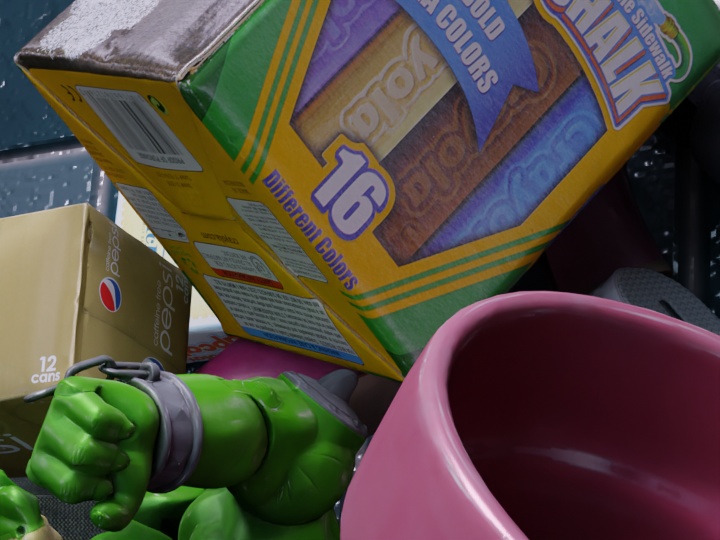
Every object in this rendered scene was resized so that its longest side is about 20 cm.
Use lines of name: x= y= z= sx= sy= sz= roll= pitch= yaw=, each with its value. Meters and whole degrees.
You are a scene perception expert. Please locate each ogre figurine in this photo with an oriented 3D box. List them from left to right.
ogre figurine: x=-0.055 y=0.106 z=0.763 sx=0.098 sy=0.119 sz=0.201 roll=15 pitch=116 yaw=46

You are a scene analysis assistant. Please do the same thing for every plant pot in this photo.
plant pot: x=0.066 y=0.135 z=0.670 sx=0.200 sy=0.199 sz=0.180 roll=47 pitch=119 yaw=34

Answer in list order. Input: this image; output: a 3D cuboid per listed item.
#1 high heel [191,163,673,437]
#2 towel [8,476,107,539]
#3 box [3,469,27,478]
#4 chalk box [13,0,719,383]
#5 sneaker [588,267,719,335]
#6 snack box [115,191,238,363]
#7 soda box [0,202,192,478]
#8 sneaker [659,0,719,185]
high heel: x=0.000 y=0.000 z=0.867 sx=0.199 sy=0.068 sz=0.097 roll=-21 pitch=69 yaw=-11
towel: x=-0.123 y=0.163 z=0.816 sx=0.035 sy=0.191 sz=0.202 roll=-169 pitch=83 yaw=-67
box: x=-0.160 y=0.141 z=0.907 sx=0.148 sy=0.107 sz=0.201 roll=19 pitch=80 yaw=34
chalk box: x=0.019 y=-0.082 z=0.794 sx=0.200 sy=0.124 sz=0.124 roll=-45 pitch=25 yaw=-17
sneaker: x=0.125 y=0.090 z=0.799 sx=0.200 sy=0.073 sz=0.071 roll=55 pitch=126 yaw=33
snack box: x=-0.030 y=-0.069 z=0.959 sx=0.115 sy=0.037 sz=0.201 roll=-7 pitch=68 yaw=26
soda box: x=-0.156 y=0.033 z=0.843 sx=0.199 sy=0.068 sz=0.064 roll=-10 pitch=64 yaw=26
sneaker: x=0.129 y=-0.061 z=0.840 sx=0.199 sy=0.078 sz=0.080 roll=19 pitch=75 yaw=32
